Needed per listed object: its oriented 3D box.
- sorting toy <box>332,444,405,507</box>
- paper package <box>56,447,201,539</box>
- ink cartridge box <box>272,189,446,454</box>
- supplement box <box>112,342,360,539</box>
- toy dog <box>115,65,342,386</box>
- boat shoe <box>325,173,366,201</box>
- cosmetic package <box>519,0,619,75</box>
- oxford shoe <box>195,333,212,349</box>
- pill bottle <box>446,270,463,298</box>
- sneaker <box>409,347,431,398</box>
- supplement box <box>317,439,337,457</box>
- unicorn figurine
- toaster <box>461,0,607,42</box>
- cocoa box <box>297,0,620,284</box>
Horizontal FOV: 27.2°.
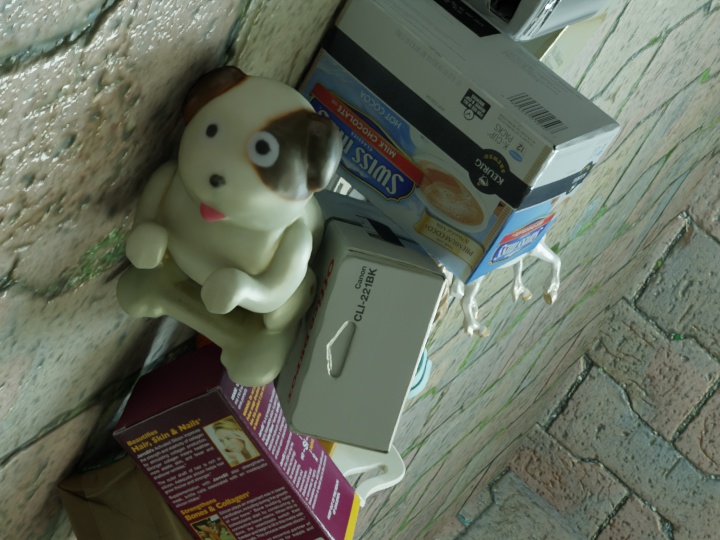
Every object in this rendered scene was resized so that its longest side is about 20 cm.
[{"bbox_3d":[-0.041,0.167,1.533,0.107,0.180,0.200,-56,164,21],"label":"sorting toy"},{"bbox_3d":[-0.153,0.239,1.340,0.103,0.192,0.200,-25,175,23],"label":"paper package"},{"bbox_3d":[-0.011,0.033,1.147,0.200,0.083,0.145,-120,-134,-71],"label":"ink cartridge box"},{"bbox_3d":[-0.100,0.166,1.252,0.110,0.201,0.086,-24,-156,22],"label":"supplement box"},{"bbox_3d":[-0.072,-0.044,1.017,0.194,0.139,0.200,-43,162,-27],"label":"toy dog"},{"bbox_3d":[0.036,-0.109,1.303,0.200,0.068,0.072,-48,165,-9],"label":"boat shoe"},{"bbox_3d":[0.152,-0.209,1.395,0.200,0.073,0.103,-51,165,7],"label":"cosmetic package"},{"bbox_3d":[-0.096,0.047,1.300,0.073,0.071,0.200,-46,165,-28],"label":"oxford shoe"},{"bbox_3d":[0.006,0.028,1.460,0.200,0.114,0.115,-42,163,-29],"label":"pill bottle"},{"bbox_3d":[0.038,0.103,1.562,0.079,0.131,0.200,-16,-150,9],"label":"sneaker"},{"bbox_3d":[-0.041,0.111,1.320,0.067,0.068,0.201,-94,-153,-67],"label":"supplement box"},{"bbox_3d":[0.140,-0.024,1.447,0.200,0.074,0.138,-33,119,-38],"label":"unicorn figurine"},{"bbox_3d":[0.149,-0.265,1.177,0.129,0.114,0.201,-29,157,-44],"label":"toaster"},{"bbox_3d":[0.067,-0.111,1.129,0.133,0.200,0.132,-23,150,-57],"label":"cocoa box"}]
